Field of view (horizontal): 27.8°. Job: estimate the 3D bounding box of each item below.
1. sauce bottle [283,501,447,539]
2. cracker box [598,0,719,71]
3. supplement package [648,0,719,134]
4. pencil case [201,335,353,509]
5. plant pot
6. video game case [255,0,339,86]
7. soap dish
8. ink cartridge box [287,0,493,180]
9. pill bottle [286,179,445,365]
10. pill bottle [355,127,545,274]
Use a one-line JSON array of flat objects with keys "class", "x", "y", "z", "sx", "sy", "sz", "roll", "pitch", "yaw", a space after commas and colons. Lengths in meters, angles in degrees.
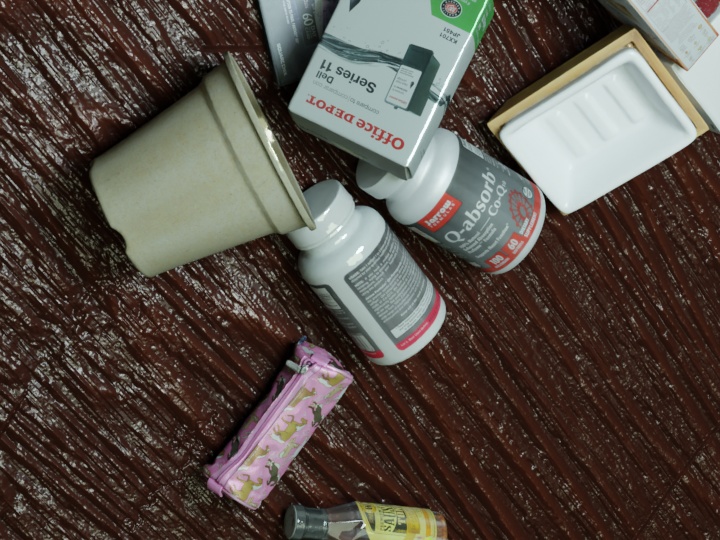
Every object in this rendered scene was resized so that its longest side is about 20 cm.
[{"class": "sauce bottle", "x": 0.006, "y": 0.310, "z": 1.742, "sx": 0.198, "sy": 0.066, "sz": 0.067, "roll": 9, "pitch": 104, "yaw": -26}, {"class": "cracker box", "x": 0.286, "y": -0.307, "z": 1.552, "sx": 0.058, "sy": 0.134, "sz": 0.200, "roll": -48, "pitch": 140, "yaw": 7}, {"class": "supplement package", "x": 0.426, "y": -0.277, "z": 1.683, "sx": 0.200, "sy": 0.121, "sz": 0.120, "roll": -47, "pitch": 117, "yaw": -2}, {"class": "pencil case", "x": -0.094, "y": 0.176, "z": 1.650, "sx": 0.086, "sy": 0.083, "sz": 0.201, "roll": 35, "pitch": 93, "yaw": -28}, {"class": "plant pot", "x": -0.169, "y": -0.092, "z": 1.489, "sx": 0.182, "sy": 0.201, "sz": 0.202, "roll": -27, "pitch": 115, "yaw": 2}, {"class": "video game case", "x": -0.014, "y": -0.295, "z": 1.564, "sx": 0.198, "sy": 0.019, "sz": 0.144, "roll": -19, "pitch": 113, "yaw": -14}, {"class": "soap dish", "x": 0.266, "y": -0.171, "z": 1.639, "sx": 0.199, "sy": 0.082, "sz": 0.157, "roll": -32, "pitch": 119, "yaw": 25}, {"class": "ink cartridge box", "x": 0.031, "y": -0.216, "z": 1.503, "sx": 0.145, "sy": 0.083, "sz": 0.202, "roll": 25, "pitch": 88, "yaw": 7}, {"class": "pill bottle", "x": 0.000, "y": 0.000, "z": 1.613, "sx": 0.110, "sy": 0.111, "sz": 0.201, "roll": -40, "pitch": 117, "yaw": -5}, {"class": "pill bottle", "x": 0.099, "y": -0.087, "z": 1.621, "sx": 0.199, "sy": 0.116, "sz": 0.117, "roll": 28, "pitch": 96, "yaw": -26}]
